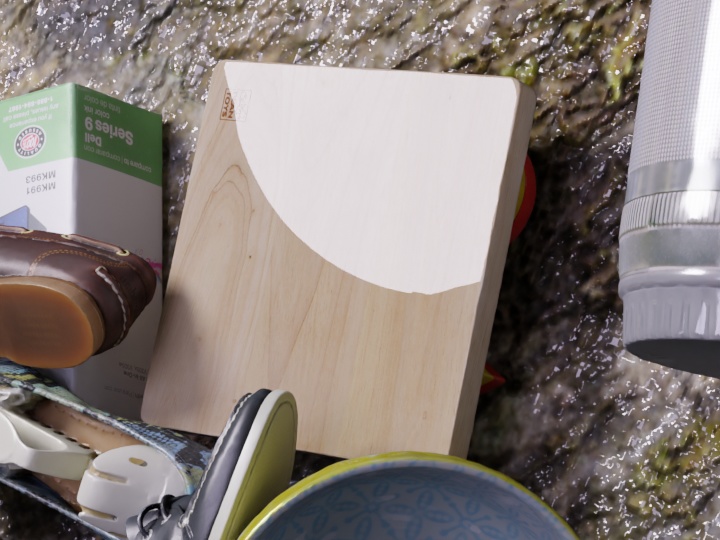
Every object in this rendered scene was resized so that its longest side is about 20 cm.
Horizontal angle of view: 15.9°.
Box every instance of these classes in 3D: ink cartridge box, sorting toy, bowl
[{"bbox_3d":[-0.191,0.009,1.470,0.145,0.087,0.201,-11,74,32],"label":"ink cartridge box"},{"bbox_3d":[0.000,0.000,1.346,0.198,0.070,0.201,7,81,36],"label":"sorting toy"},{"bbox_3d":[0.017,0.176,1.250,0.200,0.200,0.108,-63,11,5],"label":"bowl"}]

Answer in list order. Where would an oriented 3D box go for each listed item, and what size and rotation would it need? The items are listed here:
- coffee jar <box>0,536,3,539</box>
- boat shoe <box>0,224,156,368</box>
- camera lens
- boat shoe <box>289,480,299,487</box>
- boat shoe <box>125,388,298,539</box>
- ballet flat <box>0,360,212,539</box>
[{"bbox_3d":[-0.261,0.120,1.396,0.104,0.085,0.200,1,123,40],"label":"coffee jar"},{"bbox_3d":[-0.202,0.009,1.388,0.200,0.070,0.071,10,124,28],"label":"boat shoe"},{"bbox_3d":[0.202,-0.054,1.158,0.160,0.160,0.201,2,79,36],"label":"camera lens"},{"bbox_3d":[-0.050,0.209,1.325,0.068,0.074,0.200,-22,64,33],"label":"boat shoe"},{"bbox_3d":[-0.088,0.144,1.267,0.066,0.074,0.200,22,106,20],"label":"boat shoe"},{"bbox_3d":[-0.141,0.105,1.331,0.200,0.074,0.074,20,90,28],"label":"ballet flat"}]
